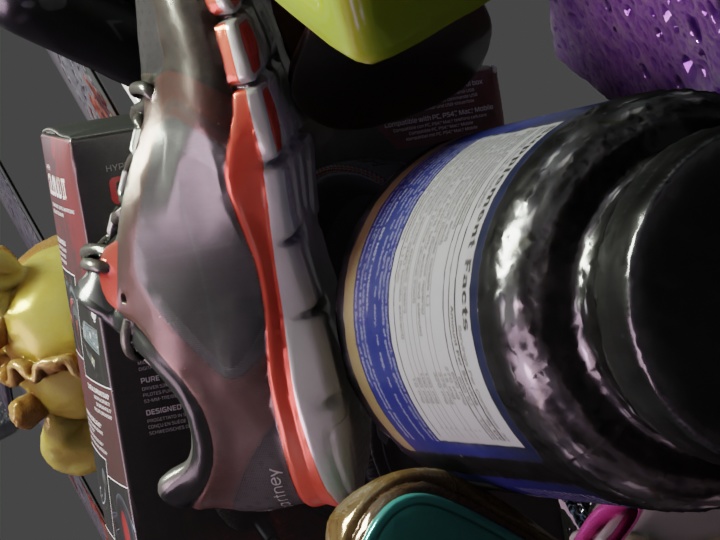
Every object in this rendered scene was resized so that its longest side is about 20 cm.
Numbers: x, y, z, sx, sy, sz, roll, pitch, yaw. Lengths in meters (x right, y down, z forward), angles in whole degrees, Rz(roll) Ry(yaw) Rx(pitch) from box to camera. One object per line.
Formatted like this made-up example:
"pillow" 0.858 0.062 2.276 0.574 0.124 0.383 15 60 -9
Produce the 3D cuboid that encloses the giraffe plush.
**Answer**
"giraffe plush" -0.105 0.014 1.352 0.173 0.162 0.200 62 179 3

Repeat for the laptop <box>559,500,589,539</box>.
"laptop" 0.063 0.104 1.293 0.178 0.103 0.200 58 140 18

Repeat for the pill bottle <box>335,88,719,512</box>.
"pill bottle" 0.073 0.009 0.766 0.112 0.112 0.200 65 163 -6

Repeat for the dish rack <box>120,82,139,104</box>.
"dish rack" -0.078 -0.095 1.223 0.200 0.044 0.172 55 -167 28

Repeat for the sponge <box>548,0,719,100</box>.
"sponge" 0.081 -0.117 0.791 0.112 0.030 0.200 50 160 46

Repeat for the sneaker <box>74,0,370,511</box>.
"sneaker" -0.056 -0.018 0.857 0.077 0.082 0.201 -8 -95 -81

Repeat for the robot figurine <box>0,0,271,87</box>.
"robot figurine" -0.098 -0.151 0.971 0.200 0.151 0.125 28 176 -38

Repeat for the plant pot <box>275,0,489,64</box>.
"plant pot" 0.013 -0.193 0.586 0.200 0.181 0.200 47 158 50

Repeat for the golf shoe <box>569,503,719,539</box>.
"golf shoe" 0.101 0.084 0.952 0.075 0.091 0.200 60 167 1

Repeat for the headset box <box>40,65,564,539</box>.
"headset box" -0.021 0.019 0.944 0.075 0.148 0.201 -162 63 -75

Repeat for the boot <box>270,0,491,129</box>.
"boot" -0.023 -0.161 0.856 0.187 0.064 0.201 73 179 -67

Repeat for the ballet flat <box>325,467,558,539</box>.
"ballet flat" 0.073 0.121 0.840 0.200 0.068 0.072 30 176 -10
